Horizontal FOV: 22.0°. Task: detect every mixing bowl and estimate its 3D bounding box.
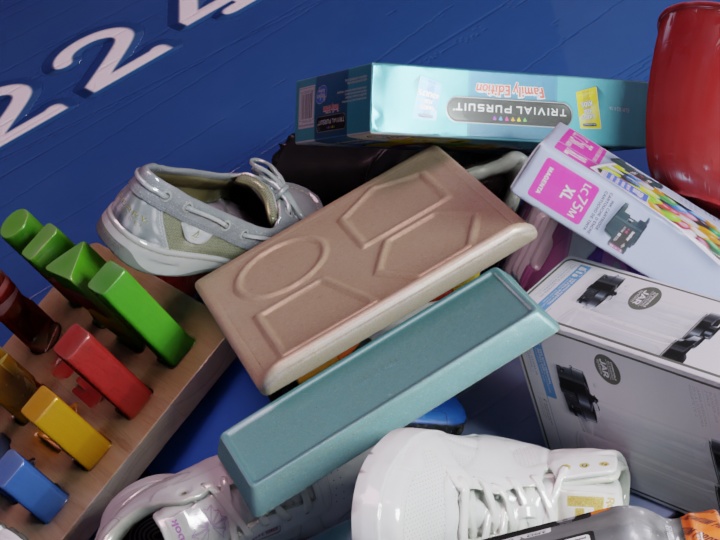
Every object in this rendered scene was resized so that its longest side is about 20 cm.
[{"bbox_3d":[0.257,-0.074,1.177,0.199,0.200,0.109,19,78,46],"label":"mixing bowl"}]

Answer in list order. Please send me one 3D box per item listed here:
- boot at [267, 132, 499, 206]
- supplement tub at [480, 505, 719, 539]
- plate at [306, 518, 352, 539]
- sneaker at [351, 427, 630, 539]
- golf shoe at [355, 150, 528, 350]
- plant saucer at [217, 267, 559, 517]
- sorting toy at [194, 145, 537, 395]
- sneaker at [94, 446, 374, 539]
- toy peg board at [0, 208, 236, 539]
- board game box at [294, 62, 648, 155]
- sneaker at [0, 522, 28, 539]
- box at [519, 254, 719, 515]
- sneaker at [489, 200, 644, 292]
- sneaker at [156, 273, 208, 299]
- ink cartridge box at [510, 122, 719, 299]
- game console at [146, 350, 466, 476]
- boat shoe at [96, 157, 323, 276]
[{"bbox_3d":[-0.003,-0.063,1.388,0.161,0.074,0.198,8,33,34],"label":"boot"},{"bbox_3d":[0.089,0.186,0.896,0.198,0.123,0.123,-14,31,6],"label":"supplement tub"},{"bbox_3d":[-0.065,0.196,0.993,0.199,0.026,0.200,-34,1,0],"label":"plate"},{"bbox_3d":[0.081,0.121,0.988,0.114,0.075,0.199,2,4,27],"label":"sneaker"},{"bbox_3d":[0.044,-0.018,1.214,0.088,0.077,0.200,-44,3,43],"label":"golf shoe"},{"bbox_3d":[0.012,0.063,1.036,0.199,0.019,0.070,-30,35,-8],"label":"plant saucer"},{"bbox_3d":[0.000,0.000,1.135,0.184,0.037,0.200,-30,22,-6],"label":"sorting toy"},{"bbox_3d":[-0.065,0.139,1.067,0.198,0.075,0.100,-24,5,10],"label":"sneaker"},{"bbox_3d":[-0.213,0.064,1.222,0.200,0.098,0.199,-51,38,-11],"label":"toy peg board"},{"bbox_3d":[0.072,-0.106,1.260,0.198,0.048,0.151,2,1,-20],"label":"board game box"},{"bbox_3d":[-0.196,0.209,1.067,0.090,0.079,0.199,-40,22,-27],"label":"sneaker"},{"bbox_3d":[0.182,0.073,1.028,0.060,0.118,0.199,-37,36,-28],"label":"box"},{"bbox_3d":[0.144,-0.005,1.220,0.088,0.081,0.200,24,9,-10],"label":"sneaker"},{"bbox_3d":[-0.108,-0.029,1.353,0.115,0.079,0.200,-24,13,-14],"label":"sneaker"},{"bbox_3d":[0.187,-0.017,1.096,0.042,0.199,0.119,-57,-4,15],"label":"ink cartridge box"},{"bbox_3d":[-0.047,0.092,1.222,0.169,0.119,0.200,5,25,-21],"label":"game console"},{"bbox_3d":[-0.087,-0.040,1.237,0.201,0.065,0.075,-1,42,-50],"label":"boat shoe"}]
